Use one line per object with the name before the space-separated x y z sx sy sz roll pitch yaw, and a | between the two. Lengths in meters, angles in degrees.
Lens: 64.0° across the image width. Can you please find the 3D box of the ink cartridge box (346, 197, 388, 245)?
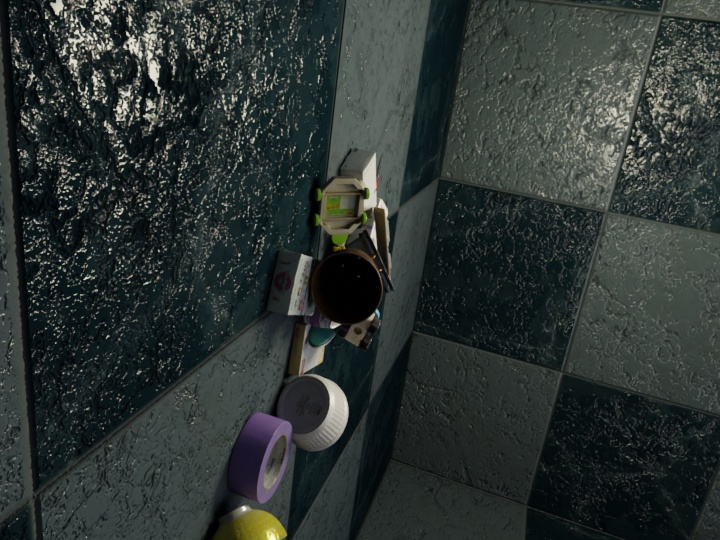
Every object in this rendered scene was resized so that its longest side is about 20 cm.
ink cartridge box | 0.022 -0.135 1.962 0.145 0.082 0.205 42 62 -74

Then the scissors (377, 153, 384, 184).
scissors | 0.060 -0.325 2.089 0.074 0.014 0.204 67 37 -62

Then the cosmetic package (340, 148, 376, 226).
cosmetic package | -0.005 -0.255 1.765 0.203 0.079 0.114 88 23 -47

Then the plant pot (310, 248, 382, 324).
plant pot | -0.027 0.019 1.541 0.200 0.182 0.192 -73 173 -73

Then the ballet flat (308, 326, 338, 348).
ballet flat | -0.093 0.155 1.668 0.070 0.068 0.202 86 26 -49

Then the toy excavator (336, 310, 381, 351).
toy excavator | -0.002 0.156 1.715 0.197 0.098 0.201 -62 180 29

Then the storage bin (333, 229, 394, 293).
storage bin | 0.000 0.000 1.737 0.204 0.132 0.145 64 -5 -6

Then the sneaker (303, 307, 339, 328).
sneaker | -0.066 0.087 1.620 0.074 0.112 0.202 77 32 -44

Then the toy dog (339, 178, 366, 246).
toy dog | -0.055 -0.179 1.675 0.132 0.094 0.203 -59 171 -58

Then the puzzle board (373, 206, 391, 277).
puzzle board | 0.070 -0.090 1.775 0.151 0.017 0.206 -139 -137 -77

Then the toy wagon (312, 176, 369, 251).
toy wagon | -0.056 -0.152 1.561 0.040 0.151 0.205 -132 -137 -55

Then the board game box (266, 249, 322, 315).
board game box | -0.160 0.036 1.461 0.200 0.063 0.152 23 80 -77

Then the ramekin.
ramekin | -0.139 0.385 1.598 0.106 0.195 0.204 58 46 -57

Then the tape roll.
tape roll | -0.249 0.470 1.454 0.200 0.083 0.206 14 89 -75

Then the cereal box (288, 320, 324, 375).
cereal box | -0.150 0.215 1.694 0.200 0.038 0.148 -7 106 -74

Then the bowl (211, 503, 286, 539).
bowl | -0.283 0.624 1.367 0.110 0.197 0.200 63 6 16
